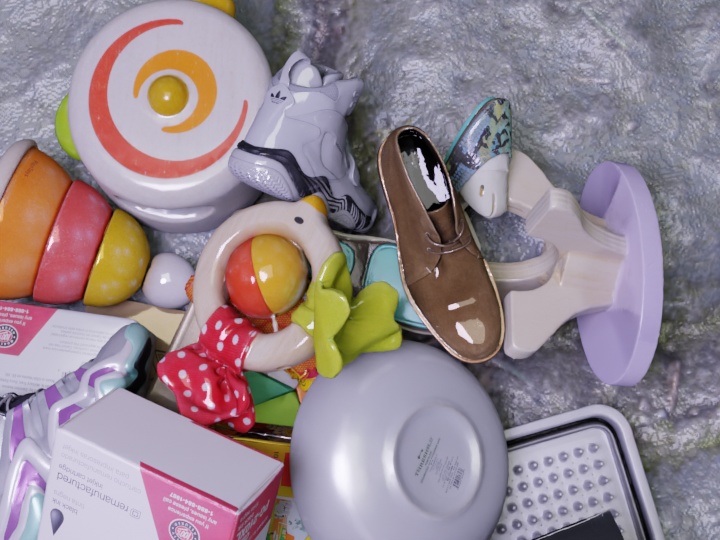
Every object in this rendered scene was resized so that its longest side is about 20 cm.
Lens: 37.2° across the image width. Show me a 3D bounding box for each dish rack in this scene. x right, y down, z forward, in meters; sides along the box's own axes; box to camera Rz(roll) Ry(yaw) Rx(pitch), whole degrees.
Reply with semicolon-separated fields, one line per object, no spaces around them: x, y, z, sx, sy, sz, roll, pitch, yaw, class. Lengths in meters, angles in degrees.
0.175;0.232;0.931;0.168;0.044;0.204;-15;80;-3;dish rack

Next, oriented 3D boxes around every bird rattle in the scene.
-0.070;0.032;0.821;0.197;0.112;0.166;-21;67;24;bird rattle

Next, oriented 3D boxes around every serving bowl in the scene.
0.045;0.152;0.847;0.197;0.065;0.204;7;76;-30;serving bowl

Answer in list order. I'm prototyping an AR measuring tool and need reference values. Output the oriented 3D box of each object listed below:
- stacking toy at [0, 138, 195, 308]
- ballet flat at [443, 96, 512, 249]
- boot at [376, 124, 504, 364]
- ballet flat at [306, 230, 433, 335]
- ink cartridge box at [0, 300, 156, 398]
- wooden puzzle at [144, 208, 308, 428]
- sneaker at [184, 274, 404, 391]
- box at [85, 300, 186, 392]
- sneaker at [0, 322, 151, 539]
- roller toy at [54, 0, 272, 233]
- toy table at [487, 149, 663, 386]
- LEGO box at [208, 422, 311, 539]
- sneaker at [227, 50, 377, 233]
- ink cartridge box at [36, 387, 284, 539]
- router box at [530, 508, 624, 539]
-0.236;-0.013;0.934;0.197;0.146;0.149;22;80;-9;stacking toy
0.090;-0.052;0.926;0.074;0.074;0.202;33;123;5;ballet flat
0.063;-0.019;0.854;0.072;0.075;0.203;-22;90;-4;boot
0.000;0.000;0.919;0.197;0.069;0.071;23;80;-1;ballet flat
-0.264;0.138;0.898;0.142;0.083;0.204;8;78;2;ink cartridge box
-0.069;0.072;0.941;0.183;0.037;0.203;26;79;-9;wooden puzzle
-0.056;0.055;0.892;0.197;0.073;0.078;22;80;-9;sneaker
-0.184;0.134;0.954;0.160;0.021;0.204;10;80;0;box
-0.259;0.106;0.822;0.138;0.078;0.202;29;80;5;sneaker
-0.159;-0.136;0.943;0.199;0.140;0.183;-39;83;-8;roller toy
0.177;-0.008;0.915;0.115;0.185;0.203;8;52;-13;toy table
-0.090;0.231;0.883;0.146;0.077;0.204;9;89;-9;LEGO box
-0.027;-0.106;0.909;0.074;0.199;0.117;23;91;30;sneaker
-0.152;0.211;0.763;0.142;0.084;0.203;21;111;14;ink cartridge box
0.099;0.248;0.788;0.147;0.201;0.063;-16;70;-16;router box
